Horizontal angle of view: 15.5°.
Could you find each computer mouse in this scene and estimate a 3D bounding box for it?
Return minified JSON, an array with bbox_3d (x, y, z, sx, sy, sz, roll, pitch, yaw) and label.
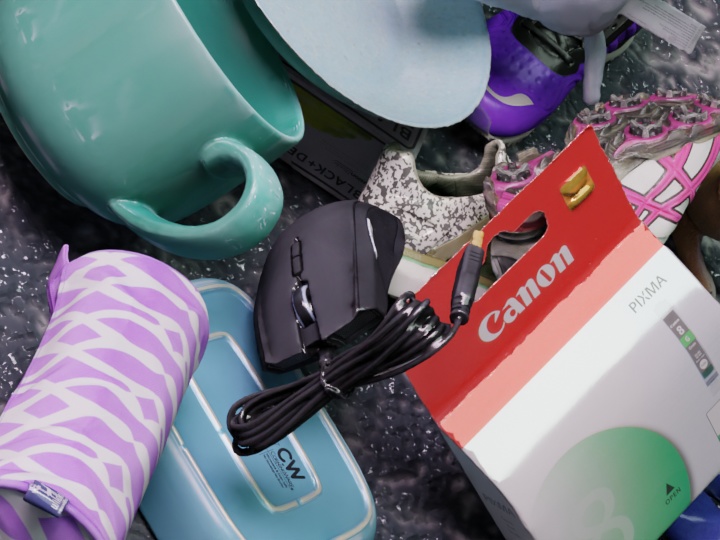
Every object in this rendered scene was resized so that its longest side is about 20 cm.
[{"bbox_3d":[0.000,0.000,1.288,0.046,0.140,0.200,53,26,-18],"label":"computer mouse"}]

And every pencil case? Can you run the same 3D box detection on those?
[{"bbox_3d":[-0.129,0.071,1.188,0.085,0.084,0.200,22,34,-1],"label":"pencil case"}]

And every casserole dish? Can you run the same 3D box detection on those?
[{"bbox_3d":[-0.063,0.083,1.317,0.121,0.039,0.201,-20,73,-42],"label":"casserole dish"}]

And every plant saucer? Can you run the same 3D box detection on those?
[{"bbox_3d":[-0.013,-0.155,1.421,0.200,0.039,0.202,29,43,-31],"label":"plant saucer"}]

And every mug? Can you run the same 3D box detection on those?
[{"bbox_3d":[-0.115,-0.091,1.321,0.152,0.114,0.185,53,14,-23],"label":"mug"}]

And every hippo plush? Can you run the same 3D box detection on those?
[{"bbox_3d":[0.116,-0.225,1.453,0.200,0.159,0.162,26,46,-42],"label":"hippo plush"}]

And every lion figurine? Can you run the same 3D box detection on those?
[{"bbox_3d":[0.211,-0.037,1.521,0.072,0.200,0.123,-23,105,-22],"label":"lion figurine"}]

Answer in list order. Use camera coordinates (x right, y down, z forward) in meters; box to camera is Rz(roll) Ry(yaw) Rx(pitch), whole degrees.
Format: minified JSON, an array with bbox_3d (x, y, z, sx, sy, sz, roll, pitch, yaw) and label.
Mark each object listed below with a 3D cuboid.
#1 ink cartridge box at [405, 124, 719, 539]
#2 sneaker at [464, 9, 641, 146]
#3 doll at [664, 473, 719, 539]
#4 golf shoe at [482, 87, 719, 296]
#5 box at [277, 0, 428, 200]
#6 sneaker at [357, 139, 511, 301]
[{"bbox_3d":[0.116,0.053,1.349,0.161,0.050,0.200,-44,128,-18],"label":"ink cartridge box"},{"bbox_3d":[0.124,-0.152,1.573,0.070,0.100,0.200,45,45,3],"label":"sneaker"},{"bbox_3d":[0.158,0.103,1.451,0.200,0.048,0.137,41,62,-2],"label":"doll"},{"bbox_3d":[0.136,-0.036,1.430,0.200,0.072,0.093,-30,124,-40],"label":"golf shoe"},{"bbox_3d":[0.000,-0.140,1.505,0.116,0.060,0.200,35,46,-10],"label":"box"},{"bbox_3d":[0.079,-0.024,1.442,0.199,0.089,0.077,8,21,-32],"label":"sneaker"}]
